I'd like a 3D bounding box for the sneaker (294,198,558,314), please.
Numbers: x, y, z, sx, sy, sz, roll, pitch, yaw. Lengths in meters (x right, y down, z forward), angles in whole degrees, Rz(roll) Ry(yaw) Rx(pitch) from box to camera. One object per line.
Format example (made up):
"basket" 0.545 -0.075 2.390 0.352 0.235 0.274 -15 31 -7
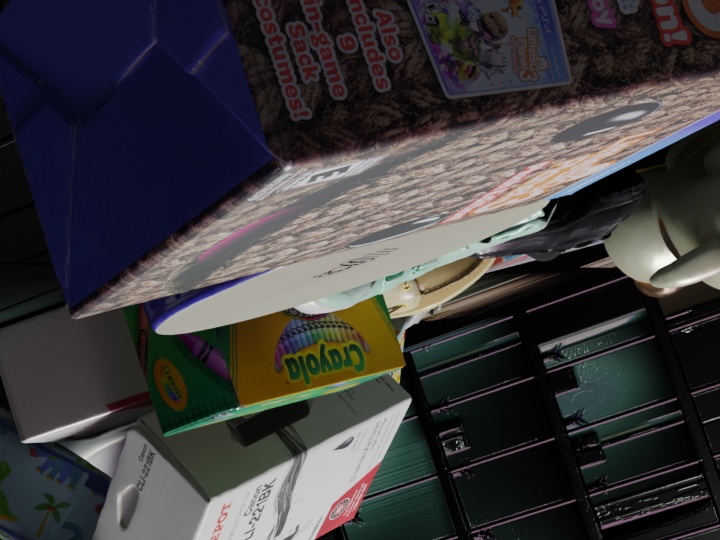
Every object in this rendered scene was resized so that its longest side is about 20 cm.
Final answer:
"sneaker" 0.039 -0.034 0.988 0.118 0.074 0.200 -15 -173 38

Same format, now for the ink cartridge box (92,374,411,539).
"ink cartridge box" -0.077 0.144 1.191 0.200 0.084 0.144 -22 147 -41

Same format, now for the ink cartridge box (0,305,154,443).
"ink cartridge box" -0.165 0.065 1.230 0.145 0.084 0.200 -19 174 4

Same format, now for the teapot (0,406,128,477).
"teapot" -0.208 0.135 1.496 0.200 0.146 0.197 24 122 -43

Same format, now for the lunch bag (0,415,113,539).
"lunch bag" -0.273 0.153 1.258 0.083 0.200 0.161 -63 -174 -14

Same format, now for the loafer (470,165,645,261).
"loafer" 0.138 -0.035 1.257 0.200 0.068 0.070 -16 138 -42

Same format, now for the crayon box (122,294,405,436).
"crayon box" -0.058 0.021 0.993 0.058 0.119 0.200 -22 174 28

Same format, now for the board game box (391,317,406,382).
"board game box" -0.032 0.103 1.424 0.105 0.103 0.200 -57 166 -25

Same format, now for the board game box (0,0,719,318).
"board game box" 0.015 -0.070 0.490 0.200 0.097 0.159 -15 173 -30

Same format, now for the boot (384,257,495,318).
"boot" 0.000 0.000 1.231 0.200 0.073 0.155 -16 173 9

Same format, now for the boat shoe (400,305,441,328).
"boat shoe" 0.027 0.013 1.438 0.065 0.075 0.202 -23 179 -16

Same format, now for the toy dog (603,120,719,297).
"toy dog" 0.277 -0.035 1.337 0.194 0.140 0.200 -49 -163 -19

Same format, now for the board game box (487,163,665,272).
"board game box" 0.211 -0.051 1.536 0.200 0.040 0.153 -13 172 -41

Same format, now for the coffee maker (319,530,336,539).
"coffee maker" -0.107 0.194 1.395 0.192 0.135 0.200 -26 155 -26

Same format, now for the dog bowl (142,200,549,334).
"dog bowl" -0.015 -0.038 0.783 0.200 0.079 0.200 -18 174 -2
